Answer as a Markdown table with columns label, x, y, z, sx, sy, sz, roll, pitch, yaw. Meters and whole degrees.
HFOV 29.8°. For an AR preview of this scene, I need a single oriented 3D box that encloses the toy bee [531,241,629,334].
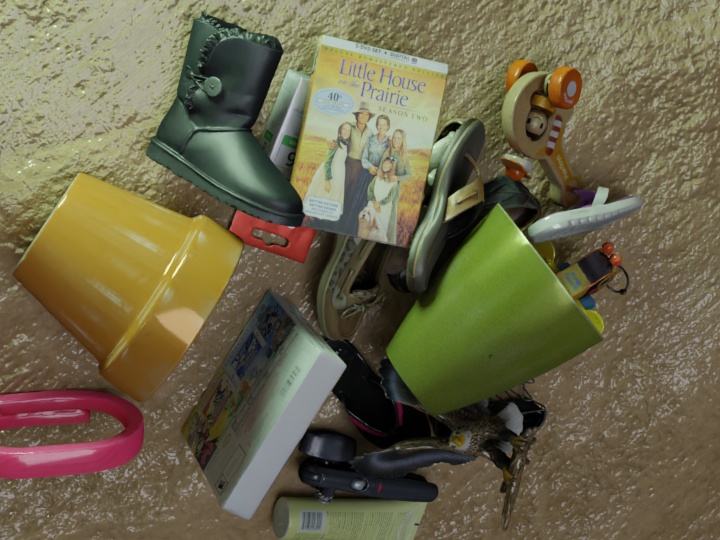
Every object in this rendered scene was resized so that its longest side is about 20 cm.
| label | x | y | z | sx | sy | sz | roll | pitch | yaw |
| --- | --- | --- | --- | --- | --- | --- | --- | --- | --- |
| toy bee | 0.257 | 0.006 | 1.611 | 0.131 | 0.109 | 0.200 | 39 | 56 | 5 |

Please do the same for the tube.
| label | x | y | z | sx | sy | sz | roll | pitch | yaw |
| --- | --- | --- | --- | --- | --- | --- | --- | --- | --- |
| tube | -0.011 | 0.310 | 1.672 | 0.198 | 0.058 | 0.053 | 7 | 64 | -27 |

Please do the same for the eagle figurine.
| label | x | y | z | sx | sy | sz | roll | pitch | yaw |
| --- | --- | --- | --- | --- | --- | --- | --- | --- | --- |
| eagle figurine | 0.104 | 0.188 | 1.584 | 0.152 | 0.198 | 0.153 | 87 | 24 | -57 |

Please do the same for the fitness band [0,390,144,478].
| label | x | y | z | sx | sy | sz | roll | pitch | yaw |
| --- | --- | --- | --- | --- | --- | --- | --- | --- | --- |
| fitness band | -0.330 | 0.172 | 1.438 | 0.197 | 0.144 | 0.038 | -3 | 109 | -21 |

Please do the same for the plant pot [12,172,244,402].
| label | x | y | z | sx | sy | sz | roll | pitch | yaw |
| --- | --- | --- | --- | --- | --- | --- | --- | --- | --- |
| plant pot | -0.249 | 0.003 | 1.394 | 0.182 | 0.200 | 0.201 | 34 | 95 | -12 |

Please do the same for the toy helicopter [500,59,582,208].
| label | x | y | z | sx | sy | sz | roll | pitch | yaw |
| --- | --- | --- | --- | --- | --- | --- | --- | --- | --- |
| toy helicopter | 0.213 | -0.138 | 1.568 | 0.133 | 0.078 | 0.201 | -55 | 137 | -21 |

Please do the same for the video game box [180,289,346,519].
| label | x | y | z | sx | sy | sz | roll | pitch | yaw |
| --- | --- | --- | --- | --- | --- | --- | --- | --- | --- |
| video game box | -0.112 | 0.144 | 1.492 | 0.047 | 0.182 | 0.201 | 29 | 98 | -31 |

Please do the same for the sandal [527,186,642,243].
| label | x | y | z | sx | sy | sz | roll | pitch | yaw |
| --- | --- | --- | --- | --- | --- | --- | --- | --- | --- |
| sandal | 0.268 | -0.076 | 1.595 | 0.201 | 0.082 | 0.050 | -13 | 80 | -49 |

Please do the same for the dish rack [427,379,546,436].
| label | x | y | z | sx | sy | sz | roll | pitch | yaw |
| --- | --- | --- | --- | --- | --- | --- | --- | --- | --- |
| dish rack | 0.156 | 0.103 | 1.654 | 0.151 | 0.055 | 0.203 | -5 | 110 | -21 |

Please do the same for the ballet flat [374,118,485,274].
| label | x | y | z | sx | sy | sz | roll | pitch | yaw |
| --- | --- | --- | --- | --- | --- | --- | --- | --- | --- |
| ballet flat | 0.070 | -0.090 | 1.537 | 0.201 | 0.068 | 0.067 | -60 | 162 | 0 |

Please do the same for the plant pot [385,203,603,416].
| label | x | y | z | sx | sy | sz | roll | pitch | yaw |
| --- | --- | --- | --- | --- | --- | --- | --- | --- | --- |
| plant pot | 0.133 | 0.063 | 1.488 | 0.199 | 0.188 | 0.187 | -39 | 118 | 6 |

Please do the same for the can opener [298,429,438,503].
| label | x | y | z | sx | sy | sz | roll | pitch | yaw |
| --- | --- | --- | --- | --- | --- | --- | --- | --- | --- |
| can opener | 0.011 | 0.254 | 1.647 | 0.198 | 0.063 | 0.079 | 19 | 101 | -26 |

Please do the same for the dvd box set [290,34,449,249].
| label | x | y | z | sx | sy | sz | roll | pitch | yaw |
| --- | --- | --- | --- | --- | --- | --- | --- | --- | --- |
| dvd box set | 0.006 | -0.135 | 1.438 | 0.144 | 0.029 | 0.203 | 12 | 93 | -12 |

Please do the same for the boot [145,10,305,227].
| label | x | y | z | sx | sy | sz | roll | pitch | yaw |
| --- | --- | --- | --- | --- | --- | --- | --- | --- | --- |
| boot | -0.117 | -0.157 | 1.390 | 0.076 | 0.199 | 0.170 | -5 | 122 | -65 |

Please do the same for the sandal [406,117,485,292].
| label | x | y | z | sx | sy | sz | roll | pitch | yaw |
| --- | --- | --- | --- | --- | --- | --- | --- | --- | --- |
| sandal | 0.103 | -0.066 | 1.464 | 0.082 | 0.054 | 0.202 | 66 | 43 | -65 |

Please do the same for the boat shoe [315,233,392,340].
| label | x | y | z | sx | sy | sz | roll | pitch | yaw |
| --- | --- | --- | --- | --- | --- | --- | --- | --- | --- |
| boat shoe | 0.000 | 0.000 | 1.525 | 0.073 | 0.062 | 0.202 | -29 | 139 | -47 |

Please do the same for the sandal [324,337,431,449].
| label | x | y | z | sx | sy | sz | roll | pitch | yaw |
| --- | --- | --- | --- | --- | --- | --- | --- | --- | --- |
| sandal | 0.013 | 0.159 | 1.620 | 0.075 | 0.045 | 0.200 | -41 | 117 | 5 |

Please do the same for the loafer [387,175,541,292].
| label | x | y | z | sx | sy | sz | roll | pitch | yaw |
| --- | --- | --- | --- | --- | --- | --- | --- | --- | --- |
| loafer | 0.121 | -0.037 | 1.578 | 0.199 | 0.072 | 0.073 | -37 | 119 | -4 |

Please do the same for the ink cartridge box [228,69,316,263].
| label | x | y | z | sx | sy | sz | roll | pitch | yaw |
| --- | --- | --- | --- | --- | --- | --- | --- | --- | --- |
| ink cartridge box | -0.063 | -0.107 | 1.492 | 0.108 | 0.050 | 0.202 | 18 | 101 | -26 |
